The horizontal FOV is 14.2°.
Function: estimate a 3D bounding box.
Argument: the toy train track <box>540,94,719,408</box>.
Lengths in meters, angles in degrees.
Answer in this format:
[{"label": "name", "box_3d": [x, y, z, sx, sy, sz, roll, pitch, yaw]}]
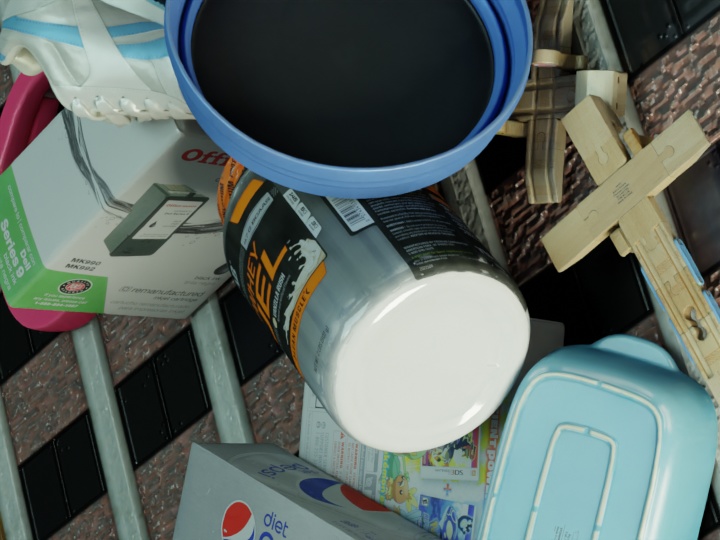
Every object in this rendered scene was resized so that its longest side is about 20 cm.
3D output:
[{"label": "toy train track", "box_3d": [0.166, -0.006, 1.525, 0.115, 0.033, 0.200, -41, 61, 29]}]

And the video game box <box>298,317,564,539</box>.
[{"label": "video game box", "box_3d": [0.035, 0.122, 1.652, 0.182, 0.047, 0.200, 3, 87, 52]}]

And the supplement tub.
[{"label": "supplement tub", "box_3d": [0.000, 0.000, 1.588, 0.200, 0.122, 0.123, 51, 124, 51]}]

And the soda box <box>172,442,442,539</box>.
[{"label": "soda box", "box_3d": [-0.024, 0.159, 1.633, 0.200, 0.063, 0.068, 25, 106, 50]}]

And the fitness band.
[{"label": "fitness band", "box_3d": [-0.202, -0.057, 1.969, 0.144, 0.037, 0.200, 29, 109, 45]}]

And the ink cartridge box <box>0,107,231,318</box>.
[{"label": "ink cartridge box", "box_3d": [-0.120, -0.058, 1.781, 0.200, 0.146, 0.084, -42, 56, 39]}]

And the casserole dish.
[{"label": "casserole dish", "box_3d": [0.116, 0.132, 1.526, 0.121, 0.039, 0.200, 16, 95, 31]}]

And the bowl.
[{"label": "bowl", "box_3d": [-0.008, -0.125, 1.568, 0.039, 0.200, 0.201, 103, 151, -56]}]

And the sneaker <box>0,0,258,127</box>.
[{"label": "sneaker", "box_3d": [-0.121, -0.114, 1.643, 0.200, 0.076, 0.081, 30, 97, 31]}]

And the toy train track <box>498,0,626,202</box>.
[{"label": "toy train track", "box_3d": [0.069, -0.096, 1.637, 0.200, 0.032, 0.115, -2, 84, 51]}]
